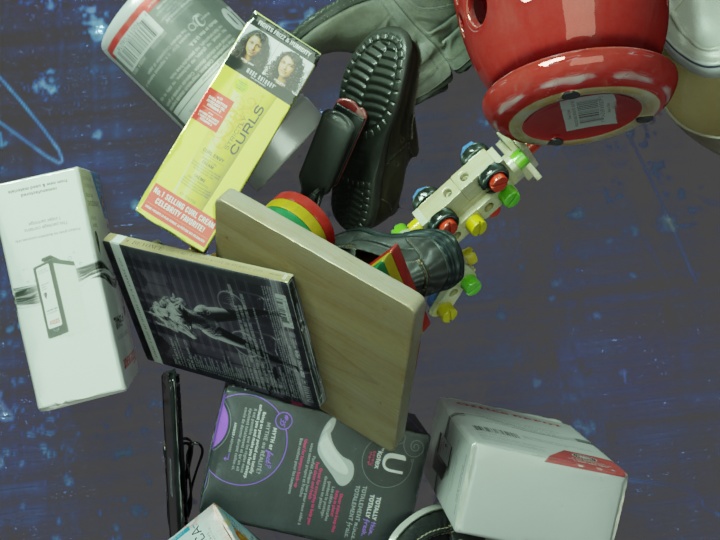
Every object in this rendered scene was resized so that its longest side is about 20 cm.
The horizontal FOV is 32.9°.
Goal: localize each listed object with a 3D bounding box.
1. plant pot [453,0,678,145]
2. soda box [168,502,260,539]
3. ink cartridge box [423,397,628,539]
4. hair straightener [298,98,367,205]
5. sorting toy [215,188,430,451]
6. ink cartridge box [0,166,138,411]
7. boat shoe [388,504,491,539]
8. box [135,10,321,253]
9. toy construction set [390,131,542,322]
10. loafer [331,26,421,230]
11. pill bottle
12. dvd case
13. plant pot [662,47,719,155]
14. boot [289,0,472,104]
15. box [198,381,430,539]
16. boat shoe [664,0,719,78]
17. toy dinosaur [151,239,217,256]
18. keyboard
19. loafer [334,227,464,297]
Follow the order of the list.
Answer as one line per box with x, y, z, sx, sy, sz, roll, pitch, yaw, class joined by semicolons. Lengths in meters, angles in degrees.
0.185;-0.222;1.113;0.197;0.201;0.185;-3;75;-5;plant pot
-0.106;0.289;1.126;0.068;0.200;0.064;-38;54;-4;soda box
0.147;0.190;1.142;0.145;0.200;0.084;12;94;-5;ink cartridge box
-0.058;-0.066;1.148;0.041;0.077;0.201;34;119;4;hair straightener
-0.027;0.031;1.066;0.199;0.200;0.070;29;52;19;sorting toy
-0.267;0.015;1.122;0.083;0.146;0.203;-12;94;-5;ink cartridge box
0.101;0.266;1.152;0.199;0.060;0.075;10;98;-48;boat shoe
-0.115;-0.119;1.064;0.075;0.050;0.201;32;87;-6;box
0.109;-0.054;1.172;0.092;0.131;0.201;35;87;39;toy construction set
0.021;-0.136;1.171;0.073;0.071;0.202;31;119;34;loafer
-0.135;-0.180;1.145;0.200;0.114;0.114;44;87;-6;pill bottle
-0.130;0.044;1.090;0.198;0.016;0.150;12;135;27;dvd case
0.405;-0.179;1.177;0.134;0.200;0.201;36;88;-42;plant pot
0.022;-0.213;1.187;0.199;0.068;0.132;-31;100;-2;boot
-0.046;0.184;1.168;0.197;0.106;0.124;14;92;-6;box
0.305;-0.272;1.157;0.070;0.070;0.202;-21;58;10;boat shoe
-0.134;0.011;1.177;0.199;0.060;0.107;38;76;-37;toy dinosaur
-0.165;0.194;1.163;0.039;0.104;0.203;-2;90;-15;keyboard
0.000;0.000;1.132;0.072;0.199;0.074;-22;98;-45;loafer
